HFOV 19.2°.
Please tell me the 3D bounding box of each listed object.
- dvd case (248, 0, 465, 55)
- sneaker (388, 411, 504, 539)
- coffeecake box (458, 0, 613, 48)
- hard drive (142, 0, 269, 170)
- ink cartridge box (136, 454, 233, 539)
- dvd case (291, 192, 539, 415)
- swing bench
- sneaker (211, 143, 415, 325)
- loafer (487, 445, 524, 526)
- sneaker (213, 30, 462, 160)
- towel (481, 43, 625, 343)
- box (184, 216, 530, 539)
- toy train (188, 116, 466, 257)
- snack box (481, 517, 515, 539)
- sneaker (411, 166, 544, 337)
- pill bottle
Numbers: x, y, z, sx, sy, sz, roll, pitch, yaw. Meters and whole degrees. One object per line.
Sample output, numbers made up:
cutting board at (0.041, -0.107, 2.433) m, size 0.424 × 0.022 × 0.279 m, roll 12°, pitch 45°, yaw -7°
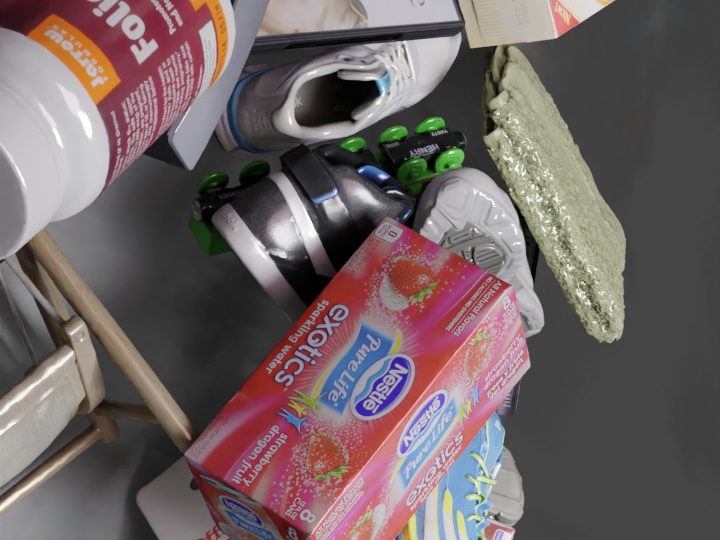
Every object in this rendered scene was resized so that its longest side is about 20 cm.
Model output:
dvd case at (-0.033, -0.209, 1.362) m, size 0.199 × 0.018 × 0.143 m, roll -10°, pitch 74°, yaw -37°
sneaker at (0.051, 0.137, 1.302) m, size 0.105 × 0.200 × 0.076 m, roll -38°, pitch 141°, yaw 7°
coffeecake box at (0.134, -0.257, 1.456) m, size 0.200 × 0.073 × 0.154 m, roll -36°, pitch 116°, yaw -48°
hard drive at (-0.122, -0.174, 1.270) m, size 0.134 × 0.042 × 0.201 m, roll 20°, pitch 81°, yaw 5°
ink cartridge box at (-0.041, 0.193, 1.332) m, size 0.115 × 0.200 × 0.068 m, roll -37°, pitch 156°, yaw 6°
dvd case at (0.040, 0.017, 1.475) m, size 0.199 × 0.016 × 0.150 m, roll 10°, pitch 88°, yaw -38°
swing bench at (-0.231, 0.073, 1.204) m, size 0.199 × 0.130 × 0.201 m, roll -38°, pitch 110°, yaw -28°
sneaker at (0.000, 0.000, 1.348) m, size 0.112 × 0.073 × 0.200 m, roll -38°, pitch 136°, yaw 0°
loafer at (0.027, 0.124, 1.451) m, size 0.199 × 0.070 × 0.070 m, roll 24°, pitch 50°, yaw -33°
sneaker at (0.003, -0.122, 1.392) m, size 0.200 × 0.086 × 0.075 m, roll -30°, pitch 110°, yaw -33°
towel at (0.135, -0.058, 1.479) m, size 0.201 × 0.036 × 0.149 m, roll 61°, pitch 18°, yaw -22°
box at (0.002, 0.081, 1.260) m, size 0.200 × 0.099 × 0.096 m, roll -49°, pitch 150°, yaw -22°
toy train at (-0.020, -0.053, 1.382) m, size 0.199 × 0.042 × 0.057 m, roll -15°, pitch 147°, yaw -25°
snack box at (0.064, 0.207, 1.412) m, size 0.024 × 0.200 × 0.072 m, roll 22°, pitch 78°, yaw -1°
sneaker at (0.070, -0.027, 1.409) m, size 0.200 × 0.077 × 0.100 m, roll 69°, pitch 12°, yaw -63°
pill bottle at (-0.161, -0.097, 1.132) m, size 0.200 × 0.114 × 0.115 m, roll -51°, pitch 123°, yaw -46°
